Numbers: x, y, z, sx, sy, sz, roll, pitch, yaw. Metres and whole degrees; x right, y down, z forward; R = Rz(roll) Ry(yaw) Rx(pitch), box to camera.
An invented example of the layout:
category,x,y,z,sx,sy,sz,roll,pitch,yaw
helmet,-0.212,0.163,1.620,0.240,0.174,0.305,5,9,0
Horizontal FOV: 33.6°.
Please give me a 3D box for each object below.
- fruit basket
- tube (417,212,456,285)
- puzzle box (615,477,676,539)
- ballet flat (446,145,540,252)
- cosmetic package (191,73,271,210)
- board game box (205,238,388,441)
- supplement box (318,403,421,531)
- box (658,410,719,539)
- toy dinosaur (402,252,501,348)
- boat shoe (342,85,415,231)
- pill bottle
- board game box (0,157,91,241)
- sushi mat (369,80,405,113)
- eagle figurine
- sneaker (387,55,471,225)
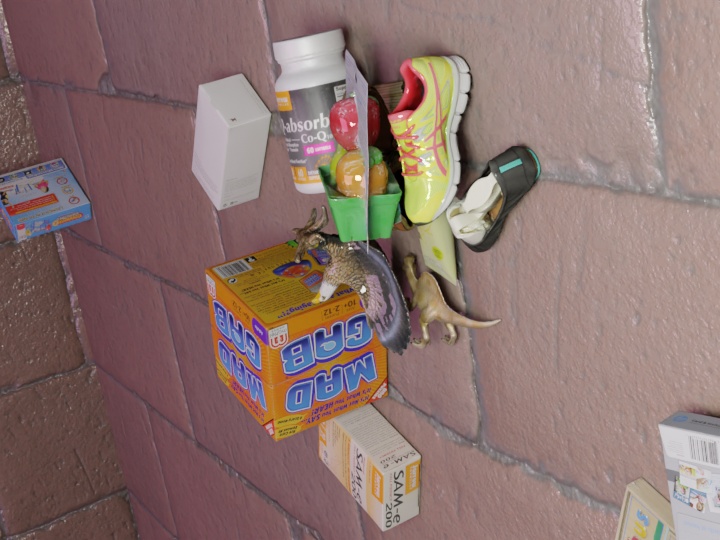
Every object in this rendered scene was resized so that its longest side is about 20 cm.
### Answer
category,x,y,z,sx,sy,sz,roll,pitch,yaw
fruit basket,0.004,-0.143,1.407,0.185,0.093,0.202,-111,23,-67
tube,0.090,-0.080,1.500,0.058,0.051,0.201,-67,-27,-57
puzzle box,0.335,0.346,1.333,0.133,0.025,0.201,43,143,44
ballet flat,0.138,-0.077,1.382,0.068,0.068,0.200,59,152,19
cosmetic package,-0.216,-0.209,1.961,0.108,0.084,0.201,55,149,27
board game box,-0.095,0.094,1.799,0.200,0.199,0.201,38,139,48
supplement box,0.010,0.292,1.870,0.200,0.073,0.127,41,142,45
box,0.373,0.245,1.147,0.155,0.041,0.202,6,112,50
toy dinosaur,0.099,0.054,1.560,0.200,0.058,0.102,43,141,44
boat shoe,0.034,-0.145,1.523,0.068,0.072,0.201,23,139,50
pill bottle,-0.050,-0.211,1.576,0.116,0.116,0.202,11,116,60
board game box,-0.805,-0.181,2.993,0.196,0.199,0.056,51,149,35
sushi mat,0.017,-0.200,1.598,0.200,0.012,0.096,7,114,61
eagle figurine,-0.004,0.004,1.602,0.199,0.152,0.151,34,145,-15
sneaker,0.066,-0.154,1.380,0.078,0.090,0.202,5,90,55
